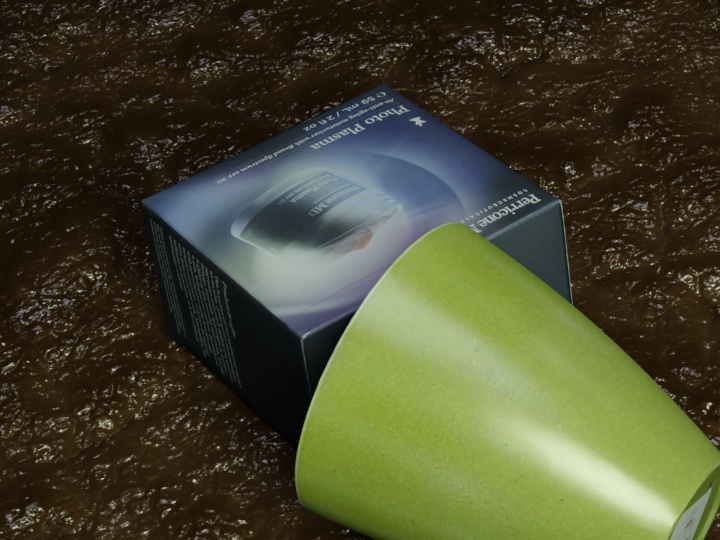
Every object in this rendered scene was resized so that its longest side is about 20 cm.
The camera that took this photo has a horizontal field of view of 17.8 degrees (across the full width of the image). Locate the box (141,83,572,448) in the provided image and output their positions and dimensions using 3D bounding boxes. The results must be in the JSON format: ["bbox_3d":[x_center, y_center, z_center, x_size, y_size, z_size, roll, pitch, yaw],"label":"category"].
[{"bbox_3d":[0.000,0.000,1.469,0.199,0.124,0.198,-28,41,-23],"label":"box"}]

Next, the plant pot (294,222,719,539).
[{"bbox_3d":[0.097,0.100,1.284,0.199,0.188,0.187,28,48,21],"label":"plant pot"}]
